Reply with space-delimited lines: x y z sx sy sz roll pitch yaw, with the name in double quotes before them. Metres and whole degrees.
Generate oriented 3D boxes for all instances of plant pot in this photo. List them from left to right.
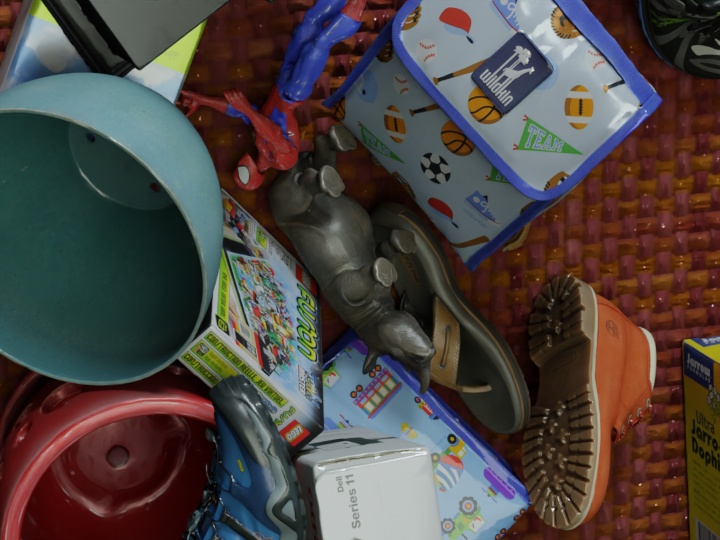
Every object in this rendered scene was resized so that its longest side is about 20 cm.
"plant pot" -0.169 -0.047 1.197 0.198 0.135 0.202 10 126 14
"plant pot" -0.157 0.149 1.291 0.198 0.183 0.203 -4 109 -13

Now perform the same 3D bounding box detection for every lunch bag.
"lunch bag" 0.007 0.150 1.407 0.151 0.094 0.200 -45 103 1
"lunch bag" 0.091 -0.121 1.260 0.170 0.200 0.124 48 51 -1

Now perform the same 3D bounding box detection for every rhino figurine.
"rhino figurine" 0.000 0.000 1.344 0.060 0.087 0.201 -32 94 -39

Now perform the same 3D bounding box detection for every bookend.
"bookend" -0.092 -0.200 1.170 0.198 0.200 0.092 -39 110 -7

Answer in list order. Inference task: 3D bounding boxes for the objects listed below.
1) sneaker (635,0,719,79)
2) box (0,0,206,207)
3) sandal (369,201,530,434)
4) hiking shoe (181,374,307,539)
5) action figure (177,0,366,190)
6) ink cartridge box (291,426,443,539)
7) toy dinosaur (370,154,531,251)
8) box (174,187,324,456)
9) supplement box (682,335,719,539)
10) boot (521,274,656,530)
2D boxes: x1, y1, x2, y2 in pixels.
"sneaker" 0.247 -0.199 1.367 0.071 0.083 0.200 -47 139 -5
"box" -0.179 -0.153 1.284 0.121 0.048 0.202 19 97 -20
"sandal" 0.056 0.043 1.385 0.054 0.081 0.201 -39 110 -27
"hiking shoe" -0.080 0.166 1.182 0.086 0.074 0.202 -14 111 -13
"action figure" -0.066 -0.144 1.293 0.098 0.065 0.201 10 121 -24
"ink cartridge box" -0.003 0.189 1.270 0.082 0.200 0.148 -8 91 -12
"toy dinosaur" 0.109 -0.073 1.388 0.198 0.060 0.108 -3 103 -17
"box" -0.074 0.032 1.284 0.035 0.201 0.110 -39 114 17
"supplement box" 0.331 0.156 1.488 0.108 0.109 0.202 -10 106 -14
"boot" 0.183 0.111 1.410 0.107 0.075 0.202 29 54 -32
